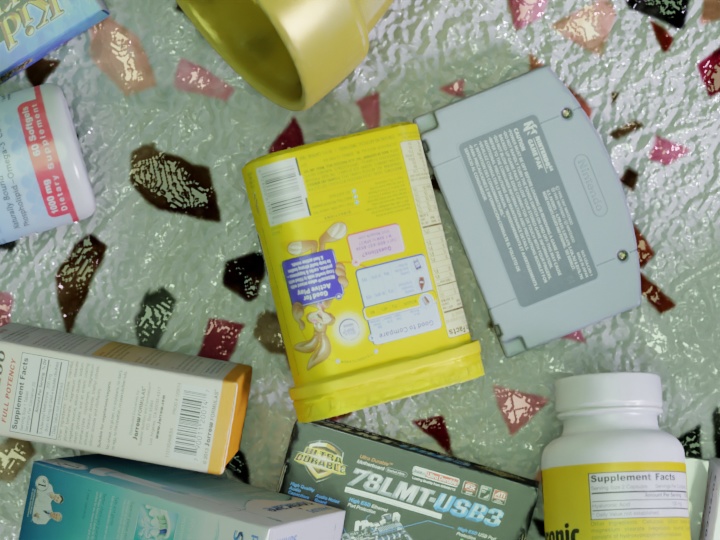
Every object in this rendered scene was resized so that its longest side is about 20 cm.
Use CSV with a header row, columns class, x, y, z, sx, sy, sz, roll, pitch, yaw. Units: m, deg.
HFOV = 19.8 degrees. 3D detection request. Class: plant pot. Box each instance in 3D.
class,x,y,z,sx,sy,sz,roll,pitch,yaw
plant pot,-0.036,-0.253,1.524,0.189,0.201,0.201,-41,90,-12

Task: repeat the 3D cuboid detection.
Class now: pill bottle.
class,x,y,z,sx,sy,sz,roll,pitch,yaw
pill bottle,-0.308,-0.065,1.560,0.199,0.109,0.109,-17,91,-5
pill bottle,0.193,0.181,1.556,0.111,0.111,0.201,-2,80,2

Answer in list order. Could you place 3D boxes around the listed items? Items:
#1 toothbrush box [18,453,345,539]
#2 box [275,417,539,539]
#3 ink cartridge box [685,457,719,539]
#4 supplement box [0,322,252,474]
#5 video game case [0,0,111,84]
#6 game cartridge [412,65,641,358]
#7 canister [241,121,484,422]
class,x,y,z,sx,sy,sz,roll,pitch,yaw
toothbrush box,-0.132,0.199,1.528,0.199,0.146,0.086,12,93,21
box,0.019,0.233,1.601,0.199,0.050,0.200,15,92,2
ink cartridge box,0.321,0.211,1.580,0.199,0.068,0.116,8,92,2
supplement box,-0.189,0.096,1.565,0.199,0.126,0.074,10,94,2
video game case,-0.326,-0.225,1.599,0.199,0.045,0.182,-32,92,2
game cartridge,0.137,-0.048,1.595,0.132,0.042,0.201,-21,91,-2
canister,0.000,0.000,1.565,0.148,0.087,0.201,-14,89,-15
